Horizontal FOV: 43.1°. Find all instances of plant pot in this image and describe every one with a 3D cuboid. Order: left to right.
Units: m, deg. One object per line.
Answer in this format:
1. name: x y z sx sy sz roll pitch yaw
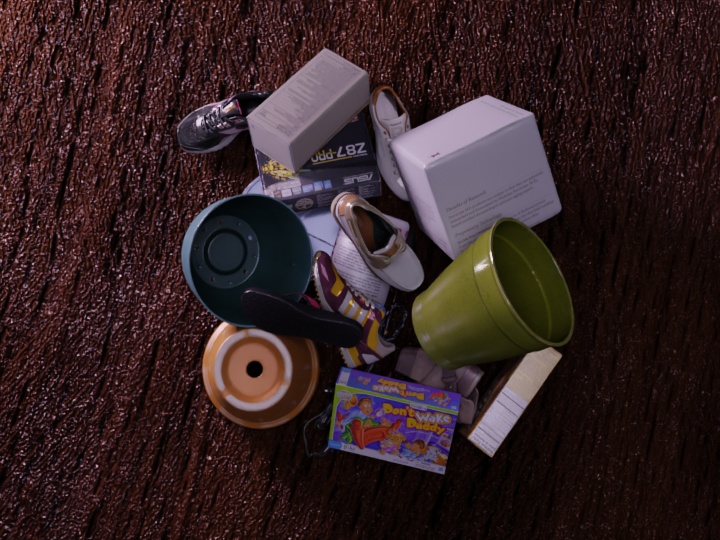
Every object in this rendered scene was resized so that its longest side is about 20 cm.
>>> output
1. plant pot: -0.194 -0.022 1.447 0.197 0.160 0.205 -3 96 -24
2. plant pot: -0.165 0.159 1.471 0.196 0.183 0.205 0 86 -1
3. plant pot: 0.185 0.054 1.370 0.192 0.199 0.203 -30 86 35

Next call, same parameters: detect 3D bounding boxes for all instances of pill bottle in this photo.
1. pill bottle: 0.000 0.000 1.515 0.111 0.113 0.203 18 95 0

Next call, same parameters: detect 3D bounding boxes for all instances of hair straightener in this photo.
1. hair straightener: -0.034 0.230 1.546 0.077 0.041 0.201 39 90 2

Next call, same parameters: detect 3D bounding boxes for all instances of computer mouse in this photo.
1. computer mouse: 0.060 0.020 1.561 0.057 0.034 0.204 6 86 -2

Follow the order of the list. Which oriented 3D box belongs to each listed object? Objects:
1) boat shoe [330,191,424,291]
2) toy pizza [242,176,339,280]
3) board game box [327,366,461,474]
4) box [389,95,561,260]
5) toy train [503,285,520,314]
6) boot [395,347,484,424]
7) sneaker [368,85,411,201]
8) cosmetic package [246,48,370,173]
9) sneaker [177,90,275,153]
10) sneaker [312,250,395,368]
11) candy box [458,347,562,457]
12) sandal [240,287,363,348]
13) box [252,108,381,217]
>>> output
1. boat shoe: 0.033 -0.037 1.421 0.200 0.068 0.075 44 84 -22
2. toy pizza: -0.120 -0.077 1.565 0.196 0.032 0.205 0 85 0
3. board game box: 0.052 0.241 1.461 0.196 0.045 0.136 12 123 6
4. box: 0.180 -0.154 1.469 0.197 0.199 0.173 -26 113 -5
5. toy train: 0.193 0.087 1.504 0.197 0.086 0.116 -14 92 26
6. boot: 0.117 0.218 1.491 0.144 0.070 0.203 19 118 12
7. sneaker: 0.058 -0.217 1.553 0.072 0.085 0.203 -19 90 -4
8. cosmetic package: -0.083 -0.268 1.515 0.103 0.074 0.200 34 65 23
9. sneaker: -0.223 -0.266 1.549 0.197 0.086 0.082 -24 85 -2
10. sneaker: -0.010 0.052 1.429 0.089 0.075 0.203 -18 112 9
11. candy box: 0.246 0.206 1.510 0.055 0.115 0.201 35 86 2
12. sandal: -0.090 0.067 1.384 0.197 0.075 0.046 18 43 -17
13. box: -0.076 -0.182 1.532 0.196 0.049 0.164 -11 60 -4
